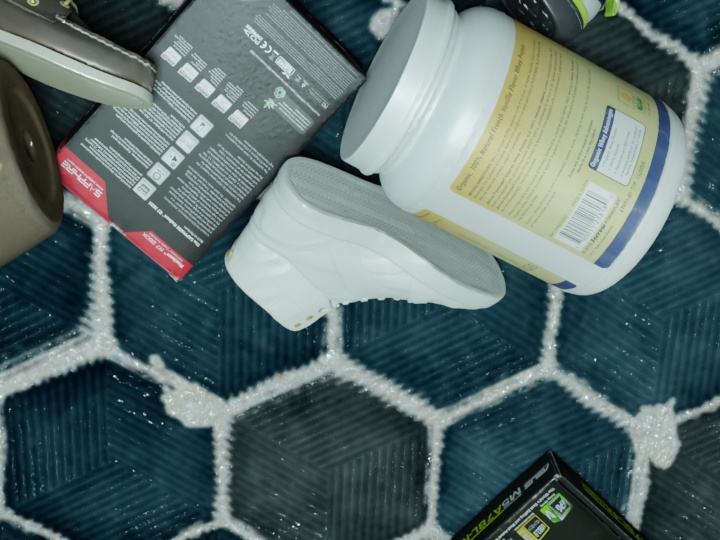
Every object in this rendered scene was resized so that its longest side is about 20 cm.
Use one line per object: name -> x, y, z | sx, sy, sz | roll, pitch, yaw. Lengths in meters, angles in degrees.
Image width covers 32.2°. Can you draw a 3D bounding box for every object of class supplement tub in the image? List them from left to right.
supplement tub -> 0.100, -0.085, 0.833 | 0.198, 0.145, 0.146 | 26, 107, -14

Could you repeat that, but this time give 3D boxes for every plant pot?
plant pot -> -0.288, -0.057, 0.784 | 0.172, 0.201, 0.203 | -17, 111, 2

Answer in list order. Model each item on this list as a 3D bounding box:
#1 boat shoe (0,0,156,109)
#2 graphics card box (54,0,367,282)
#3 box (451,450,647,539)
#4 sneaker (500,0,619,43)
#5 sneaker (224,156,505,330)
boat shoe -> -0.219, -0.161, 0.804 | 0.198, 0.072, 0.060 | 21, 78, 5
graphics card box -> -0.105, -0.107, 0.859 | 0.125, 0.051, 0.200 | 40, 104, -16
box -> 0.151, 0.278, 1.027 | 0.200, 0.048, 0.193 | -43, 106, 12
sneaker -> 0.105, -0.246, 0.827 | 0.083, 0.072, 0.201 | -41, 111, -15
sneaker -> 0.000, 0.000, 0.907 | 0.198, 0.074, 0.116 | 24, 129, -25
